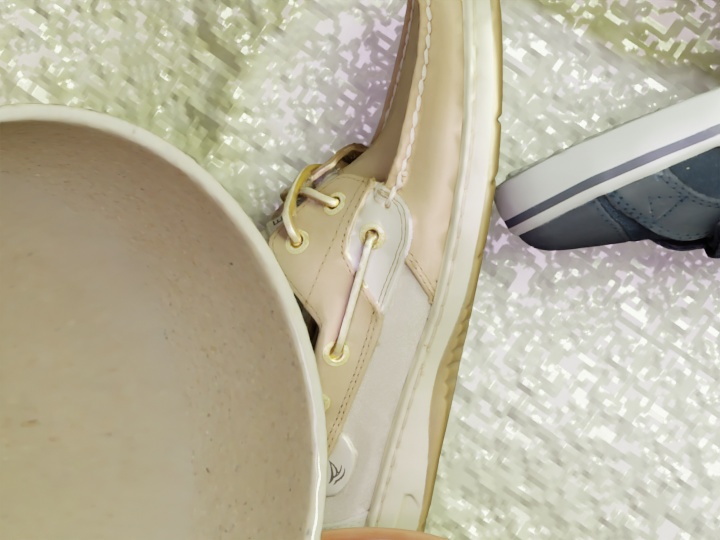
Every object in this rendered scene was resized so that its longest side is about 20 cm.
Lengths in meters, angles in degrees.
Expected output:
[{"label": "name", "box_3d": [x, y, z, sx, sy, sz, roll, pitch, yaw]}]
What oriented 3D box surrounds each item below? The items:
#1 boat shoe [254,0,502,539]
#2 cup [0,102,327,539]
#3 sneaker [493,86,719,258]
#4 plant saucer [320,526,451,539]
[{"label": "boat shoe", "box_3d": [0.000, 0.000, 0.850, 0.069, 0.074, 0.200, 10, 100, -3]}, {"label": "cup", "box_3d": [-0.130, 0.056, 0.810, 0.143, 0.200, 0.201, -4, 102, 48]}, {"label": "sneaker", "box_3d": [0.144, -0.030, 0.831, 0.200, 0.078, 0.080, -20, 91, 6]}, {"label": "plant saucer", "box_3d": [-0.022, 0.163, 0.788, 0.200, 0.200, 0.032, -25, 130, 8]}]
